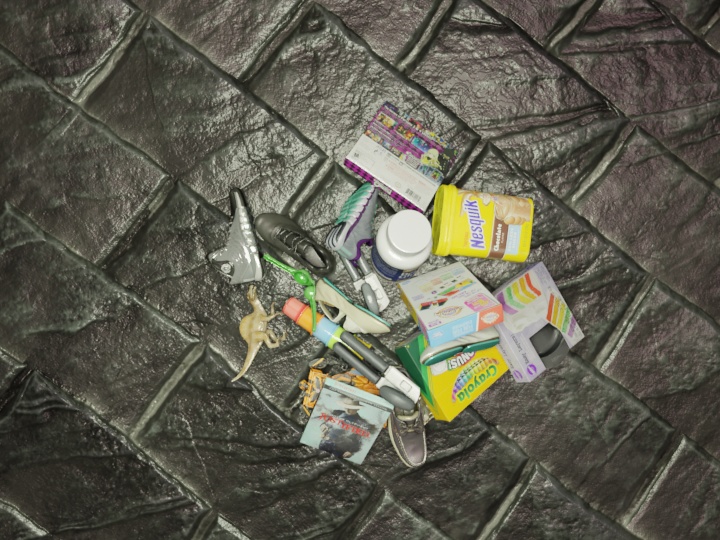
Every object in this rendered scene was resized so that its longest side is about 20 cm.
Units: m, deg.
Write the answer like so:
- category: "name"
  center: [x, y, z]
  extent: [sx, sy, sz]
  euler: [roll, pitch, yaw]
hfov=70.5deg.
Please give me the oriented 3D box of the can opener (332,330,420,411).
- category: "can opener"
  center: [0.028, 0.194, 0.984]
  extent: [0.199, 0.067, 0.054]
  euler: [37, 95, 12]

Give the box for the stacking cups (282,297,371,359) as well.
- category: "stacking cups"
  center: [-0.074, 0.127, 1.066]
  extent: [0.199, 0.061, 0.061]
  euler: [32, 86, 4]

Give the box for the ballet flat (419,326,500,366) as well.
- category: "ballet flat"
  center: [0.188, 0.137, 1.009]
  extent: [0.198, 0.069, 0.070]
  euler: [-9, 89, -29]

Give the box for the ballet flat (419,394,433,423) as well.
- category: "ballet flat"
  center: [0.143, 0.293, 1.084]
  extent: [0.076, 0.064, 0.200]
  euler: [45, 85, -8]

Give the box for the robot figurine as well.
- category: "robot figurine"
  center: [-0.034, 0.260, 1.075]
  extent: [0.197, 0.058, 0.147]
  euler: [12, 85, -4]

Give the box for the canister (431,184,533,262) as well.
- category: "canister"
  center: [0.260, -0.098, 1.095]
  extent: [0.197, 0.087, 0.151]
  euler: [6, 88, -5]

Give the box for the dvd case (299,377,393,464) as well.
- category: "dvd case"
  center: [-0.033, 0.309, 1.034]
  extent: [0.145, 0.022, 0.201]
  euler: [21, 124, -3]

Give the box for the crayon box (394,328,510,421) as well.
- category: "crayon box"
  center: [0.195, 0.181, 1.062]
  extent: [0.199, 0.058, 0.174]
  euler: [-32, 90, -26]

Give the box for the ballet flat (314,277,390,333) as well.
- category: "ballet flat"
  center: [-0.026, 0.088, 1.047]
  extent: [0.199, 0.069, 0.070]
  euler: [34, 86, 33]

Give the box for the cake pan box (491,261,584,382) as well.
- category: "cake pan box"
  center: [0.363, 0.112, 1.089]
  extent: [0.183, 0.052, 0.202]
  euler: [-29, 91, -20]

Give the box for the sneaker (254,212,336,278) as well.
- category: "sneaker"
  center: [-0.134, -0.059, 1.063]
  extent: [0.199, 0.091, 0.076]
  euler: [32, 87, -1]

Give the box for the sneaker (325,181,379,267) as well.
- category: "sneaker"
  center: [0.002, -0.104, 1.078]
  extent: [0.088, 0.074, 0.201]
  euler: [44, 61, -24]

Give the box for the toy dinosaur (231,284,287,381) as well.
- category: "toy dinosaur"
  center: [-0.211, 0.136, 1.078]
  extent: [0.100, 0.058, 0.203]
  euler: [4, 80, 11]

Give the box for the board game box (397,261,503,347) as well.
- category: "board game box"
  center: [0.175, 0.062, 1.029]
  extent: [0.151, 0.200, 0.041]
  euler: [-19, 118, -4]

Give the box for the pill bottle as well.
- category: "pill bottle"
  center: [0.082, -0.048, 1.015]
  extent: [0.110, 0.200, 0.113]
  euler: [1, 77, -4]

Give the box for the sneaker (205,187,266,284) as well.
- category: "sneaker"
  center: [-0.275, -0.065, 1.062]
  extent: [0.114, 0.075, 0.202]
  euler: [-15, 90, -2]

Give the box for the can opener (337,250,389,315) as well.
- category: "can opener"
  center: [0.000, 0.000, 1.087]
  extent: [0.052, 0.066, 0.202]
  euler: [-28, 85, -6]

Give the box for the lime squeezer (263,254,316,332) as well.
- category: "lime squeezer"
  center: [-0.122, 0.035, 1.065]
  extent: [0.038, 0.070, 0.201]
  euler: [-46, 68, 28]

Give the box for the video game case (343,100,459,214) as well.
- category: "video game case"
  center: [0.090, -0.240, 1.084]
  extent: [0.199, 0.036, 0.182]
  euler: [33, 67, -3]

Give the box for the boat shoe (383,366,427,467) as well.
- category: "boat shoe"
  center: [0.092, 0.293, 1.018]
  extent: [0.071, 0.065, 0.203]
  euler: [-9, 80, -9]
